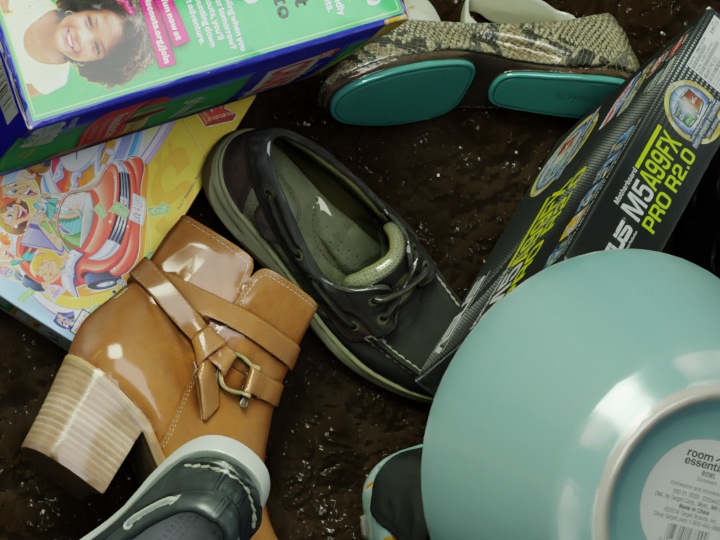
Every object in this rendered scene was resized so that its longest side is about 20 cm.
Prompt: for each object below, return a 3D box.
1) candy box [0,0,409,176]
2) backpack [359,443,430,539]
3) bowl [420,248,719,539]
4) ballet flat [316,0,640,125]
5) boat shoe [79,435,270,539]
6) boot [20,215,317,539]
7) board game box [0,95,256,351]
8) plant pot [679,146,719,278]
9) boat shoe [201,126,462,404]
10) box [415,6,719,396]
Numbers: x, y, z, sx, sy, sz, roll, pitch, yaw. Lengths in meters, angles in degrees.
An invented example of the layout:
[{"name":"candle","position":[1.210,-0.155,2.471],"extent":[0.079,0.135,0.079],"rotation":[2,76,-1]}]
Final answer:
[{"name":"candy box","position":[-0.097,-0.118,1.197],"extent":[0.199,0.169,0.078],"rotation":[-20,90,-17]},{"name":"backpack","position":[0.094,0.176,1.240],"extent":[0.174,0.153,0.202],"rotation":[-15,107,-19]},{"name":"bowl","position":[0.138,0.099,1.102],"extent":[0.199,0.105,0.203],"rotation":[-5,103,-21]},{"name":"ballet flat","position":[0.062,-0.122,1.340],"extent":[0.198,0.068,0.076],"rotation":[-3,60,-21]},{"name":"boat shoe","position":[-0.118,0.163,1.181],"extent":[0.075,0.060,0.201],"rotation":[32,120,-5]},{"name":"boot","position":[-0.067,0.083,1.256],"extent":[0.200,0.077,0.156],"rotation":[38,69,-14]},{"name":"board game box","position":[-0.149,-0.070,1.282],"extent":[0.134,0.034,0.201],"rotation":[32,75,-8]},{"name":"plant pot","position":[0.281,-0.034,1.311],"extent":[0.176,0.200,0.201],"rotation":[9,79,-11]},{"name":"boat shoe","position":[0.000,-0.001,1.282],"extent":[0.201,0.066,0.072],"rotation":[45,68,-16]},{"name":"box","position":[0.122,-0.028,1.256],"extent":[0.044,0.160,0.201],"rotation":[38,55,-7]}]
